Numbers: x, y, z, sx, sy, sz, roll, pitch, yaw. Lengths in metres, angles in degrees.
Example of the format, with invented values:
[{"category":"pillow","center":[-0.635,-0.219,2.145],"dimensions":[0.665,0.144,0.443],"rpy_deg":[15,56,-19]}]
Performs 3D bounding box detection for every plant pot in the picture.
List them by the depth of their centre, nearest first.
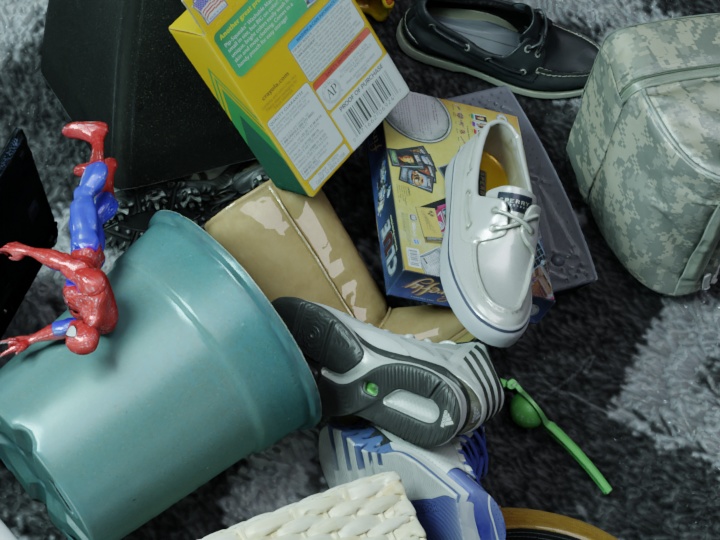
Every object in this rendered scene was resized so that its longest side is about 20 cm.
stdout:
[{"category":"plant pot","center":[-0.165,0.094,1.415],"dimensions":[0.196,0.200,0.200],"rpy_deg":[-39,76,-20]},{"category":"plant pot","center":[-0.142,-0.209,1.548],"dimensions":[0.199,0.178,0.200],"rpy_deg":[-16,43,-20]}]

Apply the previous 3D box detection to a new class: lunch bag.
[{"category":"lunch bag","center":[0.269,-0.092,1.613],"dimensions":[0.139,0.200,0.168],"rpy_deg":[-6,60,-14]}]

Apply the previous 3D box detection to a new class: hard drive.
[{"category":"hard drive","center":[0.107,-0.057,1.640],"dimensions":[0.134,0.042,0.201],"rpy_deg":[-15,67,-20]}]

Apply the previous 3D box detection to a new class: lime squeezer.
[{"category":"lime squeezer","center":[0.116,0.120,1.548],"dimensions":[0.199,0.038,0.071],"rpy_deg":[17,59,-5]}]

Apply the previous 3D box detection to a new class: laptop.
[{"category":"laptop","center":[-0.304,0.013,1.398],"dimensions":[0.103,0.200,0.178],"rpy_deg":[14,57,15]}]

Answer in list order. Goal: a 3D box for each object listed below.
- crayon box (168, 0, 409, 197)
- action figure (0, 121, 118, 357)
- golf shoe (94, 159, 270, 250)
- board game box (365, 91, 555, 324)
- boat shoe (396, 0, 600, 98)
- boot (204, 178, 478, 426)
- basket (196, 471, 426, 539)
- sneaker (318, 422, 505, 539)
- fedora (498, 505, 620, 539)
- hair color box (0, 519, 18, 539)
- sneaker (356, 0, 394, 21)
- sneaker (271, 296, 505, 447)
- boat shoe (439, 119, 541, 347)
[{"category":"crayon box","center":[-0.059,-0.172,1.458],"dimensions":[0.051,0.200,0.126],"rpy_deg":[18,59,48]},{"category":"action figure","center":[-0.220,-0.014,1.364],"dimensions":[0.098,0.065,0.201],"rpy_deg":[-11,47,1]},{"category":"golf shoe","center":[-0.140,-0.075,1.584],"dimensions":[0.199,0.078,0.095],"rpy_deg":[-12,48,-21]},{"category":"board game box","center":[0.077,-0.055,1.550],"dimensions":[0.135,0.035,0.201],"rpy_deg":[12,48,-21]},{"category":"boat shoe","center":[0.135,-0.211,1.719],"dimensions":[0.198,0.066,0.075],"rpy_deg":[16,59,-5]},{"category":"boot","center":[0.000,0.000,1.532],"dimensions":[0.175,0.066,0.200],"rpy_deg":[-32,86,-14]},{"category":"basket","center":[-0.038,0.274,1.355],"dimensions":[0.199,0.161,0.199],"rpy_deg":[-18,68,-20]},{"category":"sneaker","center":[0.063,0.146,1.449],"dimensions":[0.115,0.199,0.081],"rpy_deg":[-19,112,-26]},{"category":"fedora","center":[0.136,0.259,1.432],"dimensions":[0.200,0.082,0.201],"rpy_deg":[11,29,-6]},{"category":"hair color box","center":[-0.271,0.246,1.370],"dimensions":[0.100,0.061,0.200],"rpy_deg":[-36,74,-27]},{"category":"sneaker","center":[-0.063,-0.259,1.697],"dimensions":[0.199,0.073,0.078],"rpy_deg":[1,69,-10]},{"category":"sneaker","center":[0.023,0.075,1.468],"dimensions":[0.200,0.076,0.115],"rpy_deg":[26,18,32]},{"category":"boat shoe","center":[0.106,-0.035,1.473],"dimensions":[0.071,0.070,0.201],"rpy_deg":[18,46,-17]}]
